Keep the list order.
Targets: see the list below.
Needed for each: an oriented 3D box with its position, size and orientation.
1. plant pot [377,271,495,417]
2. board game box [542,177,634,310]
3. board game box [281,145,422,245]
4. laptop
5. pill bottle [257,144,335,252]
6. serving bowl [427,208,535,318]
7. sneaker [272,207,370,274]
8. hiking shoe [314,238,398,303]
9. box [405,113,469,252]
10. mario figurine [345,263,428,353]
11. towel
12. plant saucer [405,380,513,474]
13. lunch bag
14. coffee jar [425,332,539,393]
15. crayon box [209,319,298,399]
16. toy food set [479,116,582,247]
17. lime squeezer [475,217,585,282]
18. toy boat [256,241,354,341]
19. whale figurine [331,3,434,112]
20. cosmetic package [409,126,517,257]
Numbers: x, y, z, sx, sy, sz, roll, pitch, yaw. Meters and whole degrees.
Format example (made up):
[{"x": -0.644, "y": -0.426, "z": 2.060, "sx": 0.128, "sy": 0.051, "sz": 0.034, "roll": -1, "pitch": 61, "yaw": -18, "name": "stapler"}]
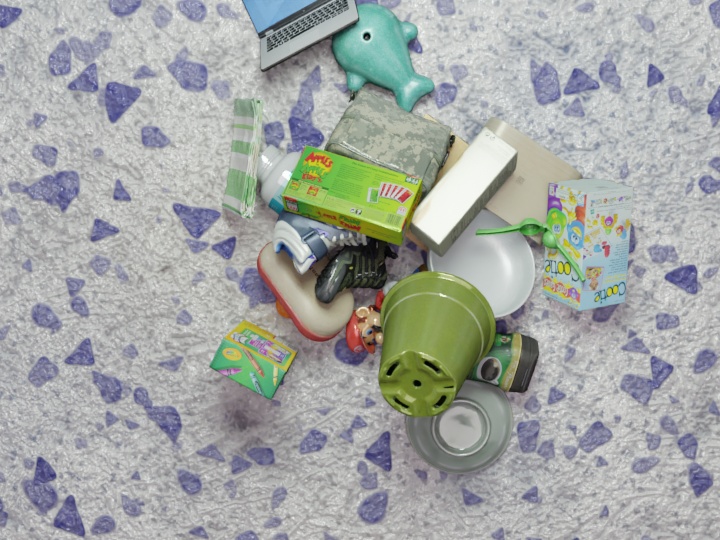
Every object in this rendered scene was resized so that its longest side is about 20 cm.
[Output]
[{"x": 0.109, "y": 0.133, "z": 1.380, "sx": 0.199, "sy": 0.190, "sz": 0.201, "roll": 6, "pitch": 119, "yaw": 12, "name": "plant pot"}, {"x": 0.385, "y": -0.047, "z": 1.465, "sx": 0.104, "sy": 0.103, "sz": 0.201, "roll": -8, "pitch": 108, "yaw": -25, "name": "board game box"}, {"x": -0.013, "y": -0.119, "z": 1.360, "sx": 0.199, "sy": 0.048, "sz": 0.102, "roll": 18, "pitch": 65, "yaw": 12, "name": "board game box"}, {"x": -0.116, "y": -0.467, "z": 1.462, "sx": 0.187, "sy": 0.200, "sz": 0.116, "roll": -25, "pitch": 128, "yaw": 13, "name": "laptop"}, {"x": -0.098, "y": -0.131, "z": 1.508, "sx": 0.200, "sy": 0.111, "sz": 0.111, "roll": 38, "pitch": 97, "yaw": -2, "name": "pill bottle"}, {"x": 0.203, "y": -0.005, "z": 1.506, "sx": 0.199, "sy": 0.066, "sz": 0.201, "roll": 6, "pitch": 69, "yaw": -16, "name": "serving bowl"}, {"x": -0.044, "y": -0.047, "z": 1.401, "sx": 0.199, "sy": 0.081, "sz": 0.147, "roll": 21, "pitch": 73, "yaw": 7, "name": "sneaker"}, {"x": 0.000, "y": 0.000, "z": 1.488, "sx": 0.101, "sy": 0.200, "sz": 0.076, "roll": 42, "pitch": 140, "yaw": -5, "name": "hiking shoe"}, {"x": 0.123, "y": -0.153, "z": 1.539, "sx": 0.163, "sy": 0.021, "sz": 0.200, "roll": 36, "pitch": 97, "yaw": -2, "name": "box"}, {"x": 0.063, "y": 0.085, "z": 1.527, "sx": 0.200, "sy": 0.106, "sz": 0.124, "roll": -37, "pitch": 93, "yaw": 4, "name": "mario figurine"}, {"x": -0.206, "y": -0.197, "z": 1.490, "sx": 0.023, "sy": 0.152, "sz": 0.201, "roll": 3, "pitch": 98, "yaw": -24, "name": "towel"}, {"x": 0.181, "y": 0.281, "z": 1.571, "sx": 0.199, "sy": 0.050, "sz": 0.201, "roll": 0, "pitch": 97, "yaw": 3, "name": "plant saucer"}, {"x": 0.049, "y": -0.207, "z": 1.454, "sx": 0.199, "sy": 0.139, "sz": 0.168, "roll": 25, "pitch": 64, "yaw": -2, "name": "lunch bag"}, {"x": 0.213, "y": 0.150, "z": 1.531, "sx": 0.199, "sy": 0.085, "sz": 0.105, "roll": 13, "pitch": 120, "yaw": 2, "name": "coffee jar"}, {"x": -0.181, "y": 0.151, "z": 1.498, "sx": 0.118, "sy": 0.200, "sz": 0.058, "roll": 28, "pitch": 96, "yaw": 0, "name": "crayon box"}, {"x": 0.272, "y": -0.154, "z": 1.506, "sx": 0.199, "sy": 0.060, "sz": 0.144, "roll": 33, "pitch": 90, "yaw": -3, "name": "toy food set"}, {"x": 0.298, "y": -0.051, "z": 1.442, "sx": 0.199, "sy": 0.071, "sz": 0.038, "roll": 27, "pitch": 140, "yaw": 20, "name": "lime squeezer"}, {"x": -0.108, "y": 0.042, "z": 1.532, "sx": 0.200, "sy": 0.130, "sz": 0.131, "roll": 53, "pitch": 137, "yaw": 12, "name": "toy boat"}, {"x": 0.038, "y": -0.366, "z": 1.478, "sx": 0.159, "sy": 0.104, "sz": 0.200, "roll": -41, "pitch": 91, "yaw": 6, "name": "whale figurine"}, {"x": 0.168, "y": -0.127, "z": 1.414, "sx": 0.071, "sy": 0.105, "sz": 0.200, "roll": 40, "pitch": 85, "yaw": 13, "name": "cosmetic package"}]
